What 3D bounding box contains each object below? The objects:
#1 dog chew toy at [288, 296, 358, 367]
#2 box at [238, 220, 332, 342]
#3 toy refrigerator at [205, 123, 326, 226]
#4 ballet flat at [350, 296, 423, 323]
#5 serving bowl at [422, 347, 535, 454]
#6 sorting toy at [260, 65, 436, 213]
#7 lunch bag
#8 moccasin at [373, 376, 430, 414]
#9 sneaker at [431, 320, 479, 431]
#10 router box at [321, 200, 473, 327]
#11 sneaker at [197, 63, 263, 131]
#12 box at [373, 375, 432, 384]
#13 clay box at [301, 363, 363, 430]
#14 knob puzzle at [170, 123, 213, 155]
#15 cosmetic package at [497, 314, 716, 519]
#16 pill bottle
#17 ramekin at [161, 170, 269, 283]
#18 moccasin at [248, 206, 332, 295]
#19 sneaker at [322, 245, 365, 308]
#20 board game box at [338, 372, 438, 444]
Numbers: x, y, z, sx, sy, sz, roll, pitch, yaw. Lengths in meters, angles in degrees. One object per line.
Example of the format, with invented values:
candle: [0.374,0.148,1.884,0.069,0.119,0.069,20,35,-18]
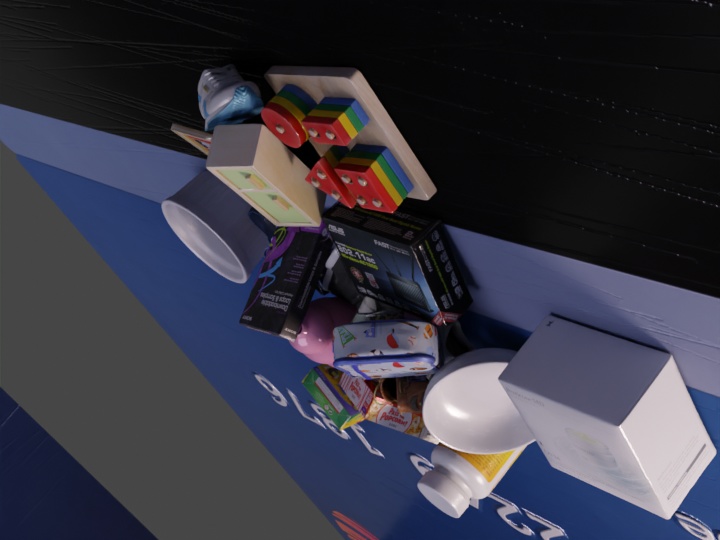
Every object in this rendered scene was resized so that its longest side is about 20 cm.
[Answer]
dog chew toy: [-0.048,0.097,1.851,0.124,0.125,0.200,31,-170,29]
box: [-0.112,0.005,1.787,0.036,0.201,0.143,24,171,-32]
toy refrigerator: [-0.125,-0.124,1.569,0.076,0.070,0.200,2,160,26]
ballet flat: [0.051,0.052,1.722,0.200,0.069,0.071,-15,102,38]
serving bowl: [0.187,0.180,1.672,0.066,0.200,0.200,-93,-23,-48]
sorting toy: [-0.031,-0.160,1.462,0.199,0.070,0.200,15,148,53]
lunch bag: [0.037,0.118,1.660,0.160,0.076,0.200,-6,167,7]
moccasin: [0.060,0.179,1.800,0.201,0.077,0.074,-119,24,-68]
sneaker: [0.156,0.163,1.743,0.087,0.075,0.200,-25,91,56]
router box: [0.050,-0.016,1.605,0.200,0.062,0.150,19,143,47]
sneaker: [-0.185,-0.239,1.554,0.200,0.076,0.081,-177,75,-71]
box: [0.046,0.151,1.947,0.200,0.082,0.068,33,-169,29]
clay box: [0.000,0.206,2.063,0.115,0.200,0.048,49,126,19]
knob puzzle: [-0.159,-0.152,1.678,0.219,0.031,0.220,19,174,2]
cosmetic package: [0.314,0.184,1.460,0.199,0.123,0.200,19,149,49]
pill bottle: [0.184,0.290,1.820,0.113,0.200,0.113,36,161,15]
ramekin: [-0.244,-0.081,2.010,0.200,0.098,0.201,36,160,16]
moccasin: [-0.114,-0.038,1.892,0.200,0.068,0.081,37,161,15]
sneaker: [0.000,0.000,1.768,0.099,0.071,0.200,29,157,7]
board game box: [0.076,0.235,1.963,0.200,0.046,0.152,22,-170,-24]
